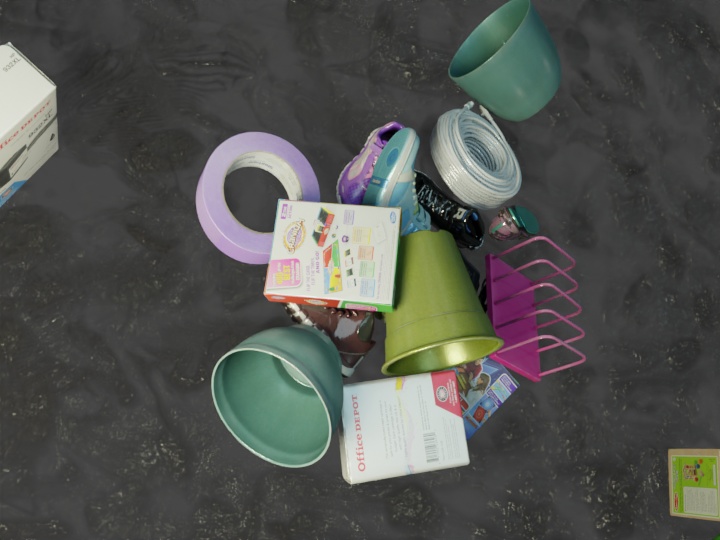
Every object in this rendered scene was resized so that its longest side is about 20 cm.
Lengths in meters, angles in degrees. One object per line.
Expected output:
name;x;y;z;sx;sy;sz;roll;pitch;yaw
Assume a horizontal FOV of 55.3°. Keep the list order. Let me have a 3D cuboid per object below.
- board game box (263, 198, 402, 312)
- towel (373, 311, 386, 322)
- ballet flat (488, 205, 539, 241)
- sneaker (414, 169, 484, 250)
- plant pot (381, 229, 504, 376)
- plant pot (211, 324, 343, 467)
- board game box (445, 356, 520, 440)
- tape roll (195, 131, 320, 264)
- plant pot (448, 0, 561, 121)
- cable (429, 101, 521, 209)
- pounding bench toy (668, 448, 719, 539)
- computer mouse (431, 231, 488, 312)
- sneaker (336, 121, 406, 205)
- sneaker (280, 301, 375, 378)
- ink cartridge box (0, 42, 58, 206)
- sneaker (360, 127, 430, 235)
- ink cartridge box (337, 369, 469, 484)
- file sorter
board game box;-0.039;-0.024;1.047;0.193;0.040;0.158;5;72;7
towel;0.000;0.000;1.184;0.195;0.036;0.153;19;68;-18
ballet flat;0.283;-0.083;1.301;0.071;0.070;0.199;63;25;9
sneaker;0.149;-0.115;1.220;0.199;0.111;0.074;39;78;-20
plant pot;0.109;0.046;1.092;0.194;0.200;0.195;-4;69;-24
plant pot;-0.104;0.166;1.024;0.201;0.199;0.134;48;37;-5
board game box;0.166;0.170;1.192;0.135;0.034;0.201;-41;96;-8
tape roll;-0.166;-0.118;1.123;0.194;0.065;0.207;6;75;-23
plant pot;0.295;-0.392;1.334;0.160;0.199;0.204;41;64;-22
cable;0.212;-0.208;1.278;0.198;0.069;0.202;-26;79;-47
pounding bench toy;0.705;0.461;1.336;0.152;0.124;0.206;13;72;-21
computer mouse;0.161;0.019;1.248;0.201;0.052;0.139;49;66;-16
sneaker;0.026;-0.187;1.215;0.080;0.088;0.203;35;67;-13
sneaker;-0.048;0.065;1.116;0.115;0.075;0.202;-40;104;-13
ink cartridge box;-0.484;-0.182;0.918;0.083;0.199;0.146;39;65;-9
sneaker;0.080;-0.129;1.171;0.128;0.080;0.204;18;103;-26
ink cartridge box;0.063;0.247;1.099;0.193;0.086;0.153;-5;79;-9
file sorter;0.313;0.065;1.217;0.137;0.124;0.205;28;52;-34
